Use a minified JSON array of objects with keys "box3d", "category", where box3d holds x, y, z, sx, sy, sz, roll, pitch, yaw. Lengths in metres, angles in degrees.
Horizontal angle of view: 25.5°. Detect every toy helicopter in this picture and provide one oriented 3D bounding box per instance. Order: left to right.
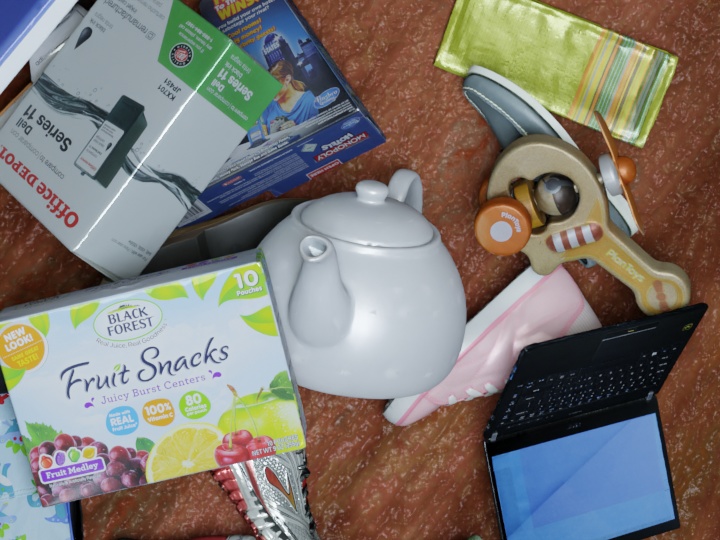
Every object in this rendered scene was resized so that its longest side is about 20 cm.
[{"box3d":[0.195,-0.037,1.292,0.199,0.079,0.132,38,115,-10],"category":"toy helicopter"}]

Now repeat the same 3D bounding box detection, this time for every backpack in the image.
[{"box3d":[-0.307,0.158,1.249,0.146,0.183,0.202,-15,102,-26],"category":"backpack"}]

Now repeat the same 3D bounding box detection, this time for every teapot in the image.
[{"box3d":[0.000,0.000,1.246,0.196,0.200,0.148,0,110,-27],"category":"teapot"}]

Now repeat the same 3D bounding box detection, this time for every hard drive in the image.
[{"box3d":[-0.258,-0.235,1.281,0.200,0.132,0.025,-51,127,-2],"category":"hard drive"}]

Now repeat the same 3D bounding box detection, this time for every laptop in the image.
[{"box3d":[0.201,0.140,1.308,0.176,0.201,0.104,-12,55,-23],"category":"laptop"}]

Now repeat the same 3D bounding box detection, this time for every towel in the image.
[{"box3d":[0.168,-0.180,1.368,0.198,0.018,0.087,21,88,-4],"category":"towel"}]

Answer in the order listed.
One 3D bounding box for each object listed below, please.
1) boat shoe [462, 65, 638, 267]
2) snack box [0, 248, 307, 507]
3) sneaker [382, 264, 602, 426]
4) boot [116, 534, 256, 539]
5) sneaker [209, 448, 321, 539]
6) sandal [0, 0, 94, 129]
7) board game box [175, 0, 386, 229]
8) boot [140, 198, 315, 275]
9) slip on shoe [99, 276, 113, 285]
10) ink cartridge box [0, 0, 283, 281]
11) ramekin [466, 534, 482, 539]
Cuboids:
[{"box3d":[0.150,-0.087,1.342,0.062,0.073,0.200,-46,99,-6],"category":"boat shoe"},{"box3d":[-0.149,0.077,1.146,0.198,0.053,0.144,-13,102,2],"category":"snack box"},{"box3d":[0.119,0.085,1.338,0.200,0.075,0.105,-41,89,-7],"category":"sneaker"},{"box3d":[-0.152,0.320,1.332,0.143,0.072,0.202,-3,98,9],"category":"boot"},{"box3d":[-0.068,0.178,1.326,0.082,0.078,0.201,-35,96,-9],"category":"sneaker"},{"box3d":[-0.263,-0.173,1.303,0.207,0.079,0.059,-44,97,-1],"category":"sandal"},{"box3d":[-0.102,-0.155,1.299,0.199,0.062,0.201,-25,61,14],"category":"board game box"},{"box3d":[-0.105,-0.026,1.326,0.198,0.075,0.074,-13,113,-24],"category":"boot"},{"box3d":[-0.128,0.060,1.323,0.198,0.074,0.062,16,96,1],"category":"slip on shoe"},{"box3d":[-0.180,-0.113,1.234,0.146,0.083,0.201,38,92,33],"category":"ink cartridge box"},{"box3d":[0.093,0.325,1.285,0.097,0.200,0.202,-26,93,4],"category":"ramekin"}]
